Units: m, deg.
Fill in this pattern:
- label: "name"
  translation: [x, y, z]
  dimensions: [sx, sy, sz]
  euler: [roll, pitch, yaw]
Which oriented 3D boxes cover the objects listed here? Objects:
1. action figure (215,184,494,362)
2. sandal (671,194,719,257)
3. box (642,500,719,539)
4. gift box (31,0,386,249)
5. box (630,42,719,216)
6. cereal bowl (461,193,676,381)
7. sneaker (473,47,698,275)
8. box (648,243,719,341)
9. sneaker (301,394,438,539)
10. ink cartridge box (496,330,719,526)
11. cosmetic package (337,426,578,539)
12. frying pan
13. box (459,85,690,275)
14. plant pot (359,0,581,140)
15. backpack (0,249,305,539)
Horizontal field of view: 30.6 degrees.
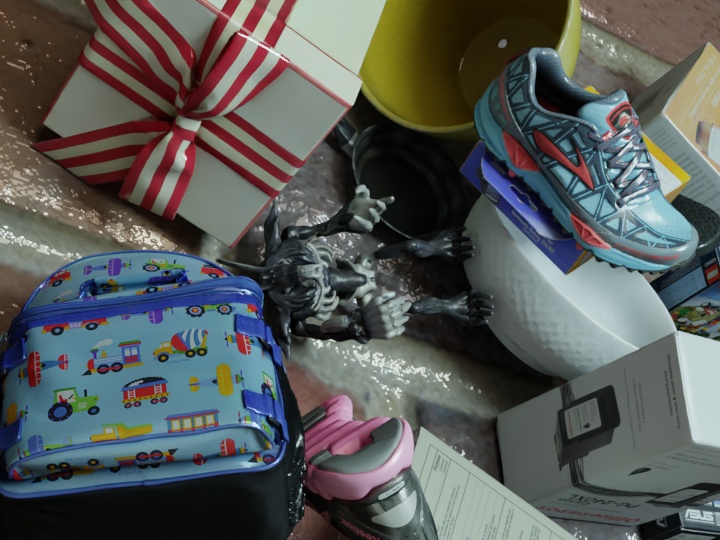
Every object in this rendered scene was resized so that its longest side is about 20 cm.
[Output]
- label: "action figure"
  translation: [0.000, 0.000, 0.957]
  dimensions: [0.199, 0.102, 0.120]
  euler: [-2, 75, -31]
- label: "sandal"
  translation: [0.247, -0.039, 1.143]
  dimensions: [0.075, 0.200, 0.048]
  euler: [-18, 113, -16]
- label: "box"
  translation: [0.318, 0.164, 1.149]
  dimensions: [0.199, 0.049, 0.162]
  euler: [13, 59, -32]
- label: "gift box"
  translation: [-0.114, -0.147, 0.915]
  dimensions: [0.199, 0.185, 0.187]
  euler: [29, 40, -11]
- label: "box"
  translation: [0.347, -0.092, 1.285]
  dimensions: [0.200, 0.106, 0.152]
  euler: [45, 46, -6]
- label: "cereal bowl"
  translation: [0.157, 0.022, 1.064]
  dimensions: [0.199, 0.083, 0.201]
  euler: [33, 26, -18]
- label: "sneaker"
  translation: [0.170, -0.082, 0.950]
  dimensions: [0.200, 0.096, 0.079]
  euler: [42, 45, 12]
- label: "box"
  translation: [0.338, 0.042, 1.176]
  dimensions: [0.199, 0.136, 0.038]
  euler: [13, 55, -31]
- label: "sneaker"
  translation: [-0.006, 0.139, 0.832]
  dimensions: [0.079, 0.200, 0.096]
  euler: [-33, 102, -13]
- label: "ink cartridge box"
  translation: [0.219, 0.127, 0.990]
  dimensions: [0.144, 0.200, 0.084]
  euler: [13, 61, -32]
- label: "cosmetic package"
  translation: [0.085, 0.213, 0.920]
  dimensions: [0.199, 0.073, 0.104]
  euler: [37, 48, -14]
- label: "frying pan"
  translation: [0.007, -0.082, 1.066]
  dimensions: [0.189, 0.031, 0.116]
  euler: [21, 51, -23]
- label: "box"
  translation: [0.168, -0.073, 1.044]
  dimensions: [0.119, 0.042, 0.199]
  euler: [46, 44, 15]
- label: "plant pot"
  translation: [0.106, -0.193, 1.123]
  dimensions: [0.142, 0.199, 0.201]
  euler: [27, 44, -61]
- label: "backpack"
  translation: [-0.126, 0.063, 0.772]
  dimensions: [0.181, 0.135, 0.201]
  euler: [-4, 45, -4]
